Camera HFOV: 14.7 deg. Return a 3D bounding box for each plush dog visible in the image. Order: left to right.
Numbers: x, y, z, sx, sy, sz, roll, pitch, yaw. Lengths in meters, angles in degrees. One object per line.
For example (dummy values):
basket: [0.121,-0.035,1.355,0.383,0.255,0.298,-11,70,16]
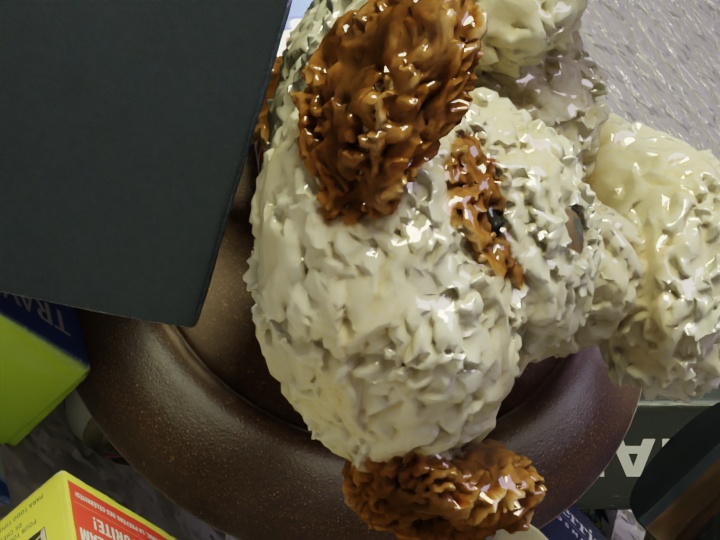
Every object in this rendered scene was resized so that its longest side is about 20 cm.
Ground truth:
plush dog: [0.018,-0.023,0.776,0.172,0.160,0.201,-66,148,-55]

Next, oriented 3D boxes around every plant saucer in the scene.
plant saucer: [0.000,0.000,0.899,0.199,0.032,0.201,6,57,-9]

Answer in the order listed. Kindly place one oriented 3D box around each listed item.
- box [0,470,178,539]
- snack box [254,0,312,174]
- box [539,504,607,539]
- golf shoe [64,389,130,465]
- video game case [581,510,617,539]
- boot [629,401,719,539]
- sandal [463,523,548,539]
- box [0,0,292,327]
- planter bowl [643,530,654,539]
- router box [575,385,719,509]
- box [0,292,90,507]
box: [-0.059,0.149,0.737,0.075,0.050,0.200,37,23,-35]
snack box: [-0.005,-0.088,0.920,0.071,0.024,0.201,-1,59,-13]
box: [0.058,0.177,0.874,0.148,0.104,0.200,46,19,-13]
golf shoe: [-0.052,-0.019,0.960,0.092,0.073,0.200,32,57,6]
video game case: [0.031,0.057,1.171,0.200,0.022,0.182,48,19,-6]
boot: [0.142,0.114,0.907,0.097,0.075,0.200,44,17,-9]
sandal: [0.084,0.139,0.755,0.080,0.054,0.201,22,33,-53]
box: [-0.081,-0.106,0.819,0.106,0.149,0.200,12,31,-11]
planter bowl: [0.200,0.127,1.211,0.134,0.201,0.200,18,25,-8]
router box: [0.143,0.043,1.136,0.149,0.199,0.051,-77,165,-67]
box: [-0.152,-0.032,0.868,0.122,0.048,0.201,33,25,-39]
